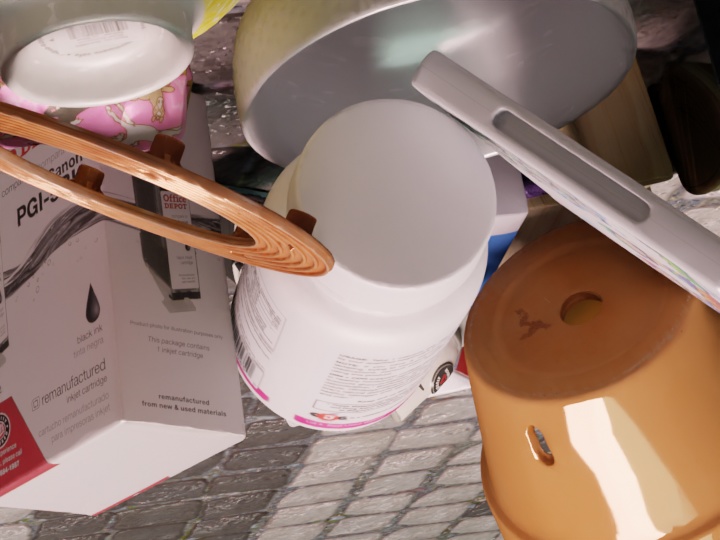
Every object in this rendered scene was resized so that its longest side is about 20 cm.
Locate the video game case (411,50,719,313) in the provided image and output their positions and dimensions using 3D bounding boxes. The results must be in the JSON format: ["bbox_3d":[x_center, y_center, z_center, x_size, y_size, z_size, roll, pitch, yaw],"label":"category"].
[{"bbox_3d":[0.131,-0.023,0.939,0.024,0.182,0.200,-55,152,4],"label":"video game case"}]

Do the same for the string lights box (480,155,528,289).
[{"bbox_3d":[0.043,-0.039,1.166,0.059,0.103,0.200,-6,160,-10],"label":"string lights box"}]

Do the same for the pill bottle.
[{"bbox_3d":[0.000,0.000,0.987,0.113,0.114,0.200,-6,161,-13],"label":"pill bottle"}]

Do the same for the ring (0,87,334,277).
[{"bbox_3d":[-0.103,-0.042,0.847,0.199,0.019,0.200,21,171,3],"label":"ring"}]

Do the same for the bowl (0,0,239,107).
[{"bbox_3d":[-0.115,-0.132,0.815,0.199,0.108,0.200,-11,161,-4],"label":"bowl"}]

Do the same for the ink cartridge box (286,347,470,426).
[{"bbox_3d":[0.052,0.031,1.303,0.199,0.050,0.161,-15,-161,16],"label":"ink cartridge box"}]

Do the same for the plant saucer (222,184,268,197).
[{"bbox_3d":[-0.133,0.016,1.267,0.070,0.019,0.200,8,135,-45],"label":"plant saucer"}]

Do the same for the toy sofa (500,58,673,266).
[{"bbox_3d":[0.111,-0.049,1.205,0.097,0.083,0.200,-11,161,-11],"label":"toy sofa"}]

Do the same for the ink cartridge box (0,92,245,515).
[{"bbox_3d":[-0.145,0.014,1.066,0.083,0.201,0.146,11,151,-41],"label":"ink cartridge box"}]

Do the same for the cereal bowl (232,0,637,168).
[{"bbox_3d":[0.031,-0.122,0.959,0.199,0.084,0.200,-10,161,-3],"label":"cereal bowl"}]

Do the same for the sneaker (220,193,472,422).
[{"bbox_3d":[-0.037,0.022,1.142,0.199,0.089,0.074,24,158,28],"label":"sneaker"}]

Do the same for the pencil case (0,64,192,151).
[{"bbox_3d":[-0.180,-0.091,0.934,0.199,0.083,0.087,-3,138,-21],"label":"pencil case"}]

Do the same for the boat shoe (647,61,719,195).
[{"bbox_3d":[0.205,-0.085,1.118,0.062,0.074,0.200,-8,-172,0],"label":"boat shoe"}]

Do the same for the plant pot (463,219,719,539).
[{"bbox_3d":[0.145,0.066,1.095,0.199,0.201,0.140,-17,130,17],"label":"plant pot"}]

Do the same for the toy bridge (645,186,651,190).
[{"bbox_3d":[0.247,-0.088,1.258,0.199,0.027,0.067,-22,157,27],"label":"toy bridge"}]

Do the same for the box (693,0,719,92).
[{"bbox_3d":[0.271,-0.083,1.026,0.104,0.201,0.182,-24,157,29],"label":"box"}]
